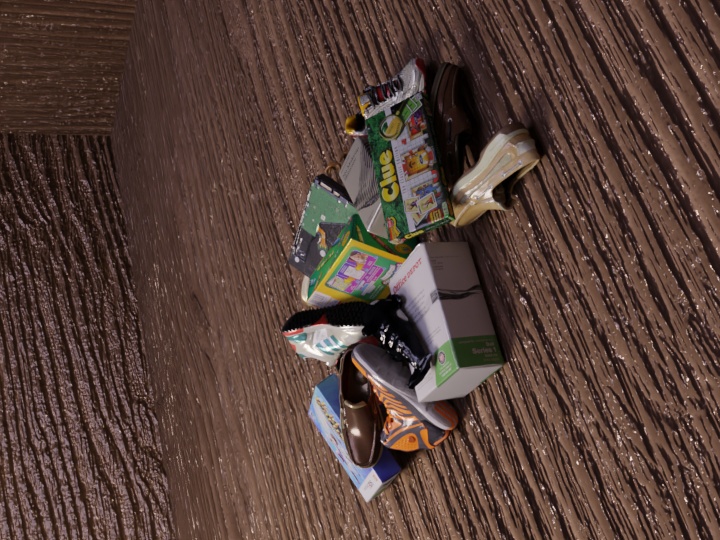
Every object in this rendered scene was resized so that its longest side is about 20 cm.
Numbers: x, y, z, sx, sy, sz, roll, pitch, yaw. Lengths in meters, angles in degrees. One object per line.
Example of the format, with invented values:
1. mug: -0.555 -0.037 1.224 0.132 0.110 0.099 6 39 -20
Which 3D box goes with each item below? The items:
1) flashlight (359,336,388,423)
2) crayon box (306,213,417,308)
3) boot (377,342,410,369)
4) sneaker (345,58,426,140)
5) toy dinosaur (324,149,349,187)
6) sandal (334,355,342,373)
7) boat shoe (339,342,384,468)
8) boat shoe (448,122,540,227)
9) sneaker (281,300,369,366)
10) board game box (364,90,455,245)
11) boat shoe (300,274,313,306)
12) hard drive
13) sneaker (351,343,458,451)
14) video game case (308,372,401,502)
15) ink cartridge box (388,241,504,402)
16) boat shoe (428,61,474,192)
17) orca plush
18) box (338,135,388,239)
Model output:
1. flashlight: 0.021 0.189 1.614 0.068 0.067 0.202 52 -157 -68
2. crayon box: 0.000 0.000 1.576 0.200 0.118 0.059 127 156 -46
3. boot: 0.054 0.107 1.553 0.200 0.075 0.074 -136 44 -60
4. sneaker: 0.042 -0.269 1.509 0.200 0.082 0.078 -47 35 44
5. toy dinosaur: -0.009 -0.184 1.705 0.106 0.060 0.201 41 140 32
6. sandal: 0.004 0.199 1.675 0.048 0.075 0.202 139 116 -67
7. boat shoe: -0.007 0.219 1.499 0.075 0.074 0.204 15 -111 -73
8. boat shoe: 0.180 -0.111 1.277 0.076 0.071 0.200 58 147 20
9. sneaker: -0.037 0.114 1.599 0.198 0.071 0.094 -8 122 30
10. board game box: 0.069 -0.148 1.336 0.104 0.023 0.202 -24 66 31
11. boat shoe: -0.067 -0.023 1.830 0.071 0.072 0.202 14 98 33
12. hard drive: -0.053 -0.061 1.731 0.139 0.038 0.201 34 128 21
13. sneaker: 0.046 0.211 1.452 0.200 0.078 0.112 41 119 6
14. video game case: -0.016 0.296 1.626 0.201 0.045 0.182 54 159 15
15. ink cartridge box: 0.123 0.075 1.386 0.146 0.084 0.202 128 134 -56
16. boat shoe: 0.136 -0.207 1.366 0.067 0.072 0.202 6 84 24
17. orca plush: 0.036 0.105 1.398 0.201 0.070 0.106 -116 27 -46
18. box: 0.030 -0.131 1.469 0.083 0.068 0.200 -62 27 21
